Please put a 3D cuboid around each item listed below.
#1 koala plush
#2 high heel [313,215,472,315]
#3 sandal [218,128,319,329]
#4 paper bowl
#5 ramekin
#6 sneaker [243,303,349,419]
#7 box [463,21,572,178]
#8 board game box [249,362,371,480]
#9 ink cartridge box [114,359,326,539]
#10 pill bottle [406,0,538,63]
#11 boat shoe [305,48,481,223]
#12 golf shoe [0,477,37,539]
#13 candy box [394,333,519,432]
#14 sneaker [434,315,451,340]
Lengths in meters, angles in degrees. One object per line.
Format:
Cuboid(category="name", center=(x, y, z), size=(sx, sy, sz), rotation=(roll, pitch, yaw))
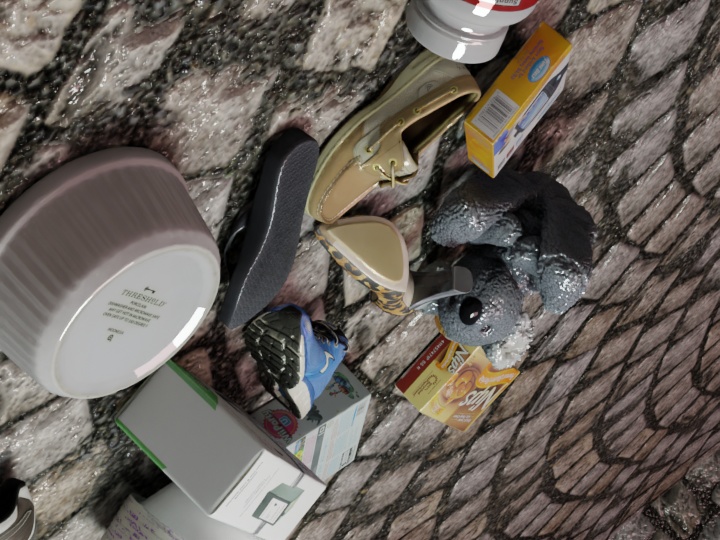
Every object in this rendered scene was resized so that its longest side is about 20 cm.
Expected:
Cuboid(category="koala plush", center=(0.152, 0.004, 1.543), size=(0.202, 0.176, 0.184), rotation=(-63, 173, 30))
Cuboid(category="high heel", center=(0.000, 0.000, 1.448), size=(0.198, 0.072, 0.142), rotation=(22, 158, -35))
Cuboid(category="sandal", center=(-0.086, -0.039, 1.266), size=(0.076, 0.043, 0.202), rotation=(-21, 137, -54))
Cuboid(category="paper bowl", center=(-0.164, 0.296, 1.467), size=(0.105, 0.199, 0.201), rotation=(-55, 156, -7))
Cuboid(category="ramekin", center=(-0.198, 0.011, 1.096), size=(0.201, 0.094, 0.203), rotation=(-34, 154, -20))
Cuboid(category="sneaker", center=(-0.062, 0.076, 1.450), size=(0.089, 0.078, 0.201), rotation=(-48, 164, -18))
Cuboid(category="box", center=(0.152, -0.159, 1.372), size=(0.120, 0.041, 0.200), rotation=(-52, 170, -1))
Cuboid(category="board game box", center=(-0.090, 0.209, 1.609), size=(0.199, 0.064, 0.149), rotation=(-31, 151, -31))
Cuboid(category="ink cartridge box", center=(-0.134, 0.183, 1.397), size=(0.084, 0.146, 0.200), rotation=(-49, 157, -4))
Cuboid(category="pill bottle", center=(0.105, -0.268, 1.108), size=(0.111, 0.112, 0.201), rotation=(-22, 148, -39))
Cuboid(category="boat shoe", center=(0.027, -0.114, 1.281), size=(0.200, 0.066, 0.074), rotation=(-48, 155, 7))
Cuboid(category="golf shoe", center=(-0.372, 0.238, 1.227), size=(0.199, 0.077, 0.096), rotation=(-20, 129, -46))
Cuboid(category="candy box", center=(0.130, 0.141, 1.850), size=(0.116, 0.055, 0.200), rotation=(-47, 156, 5))
Cuboid(category="sneaker", center=(0.166, 0.004, 1.671), size=(0.087, 0.076, 0.201), rotation=(-12, 143, -56))
